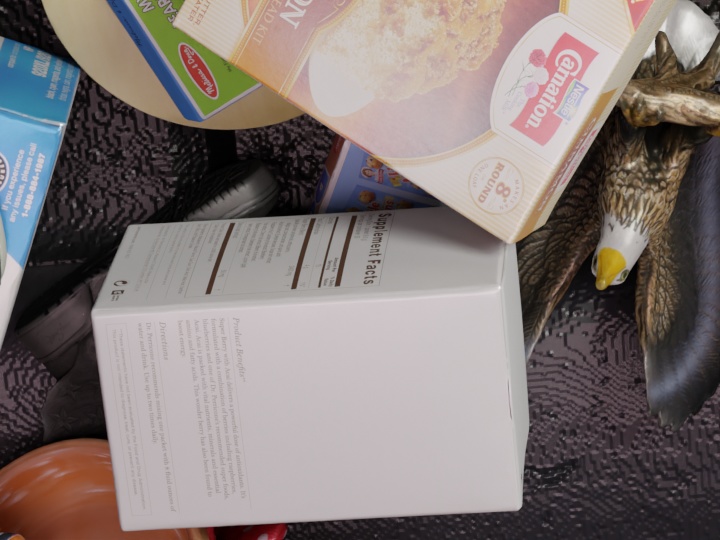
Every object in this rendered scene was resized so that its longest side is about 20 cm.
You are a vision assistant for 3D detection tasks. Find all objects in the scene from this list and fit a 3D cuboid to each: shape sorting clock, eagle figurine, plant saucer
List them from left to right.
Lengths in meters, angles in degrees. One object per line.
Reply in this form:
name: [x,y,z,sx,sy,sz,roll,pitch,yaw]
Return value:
plant saucer: [-0.152,0.187,1.530,0.200,0.200,0.037,-42,141,13]
shape sorting clock: [-0.066,-0.165,1.498,0.199,0.039,0.201,-4,115,-9]
eagle figurine: [0.137,-0.026,1.522,0.152,0.151,0.200,48,143,24]

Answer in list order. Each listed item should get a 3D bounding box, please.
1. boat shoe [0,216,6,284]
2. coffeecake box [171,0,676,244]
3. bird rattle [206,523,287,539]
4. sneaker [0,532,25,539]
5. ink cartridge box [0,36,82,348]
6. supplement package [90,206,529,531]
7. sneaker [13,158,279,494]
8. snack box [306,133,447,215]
boat shoe: [-0.216,-0.069,1.368,0.075,0.062,0.201,-11,104,2]
coffeecake box: [0.036,-0.133,1.420,0.200,0.073,0.154,33,107,10]
bird rattle: [-0.108,0.205,1.575,0.200,0.163,0.113,-35,125,21]
sneaker: [-0.225,0.132,1.541,0.112,0.078,0.201,-17,75,23]
ink cartridge box: [-0.257,-0.052,1.479,0.199,0.145,0.148,17,107,-7]
supplement package: [-0.020,0.046,1.462,0.199,0.120,0.122,-3,111,6]
sneaker: [-0.102,0.032,1.561,0.199,0.060,0.104,-33,106,16]
snack box: [0.000,0.000,1.560,0.072,0.024,0.201,15,110,-15]
